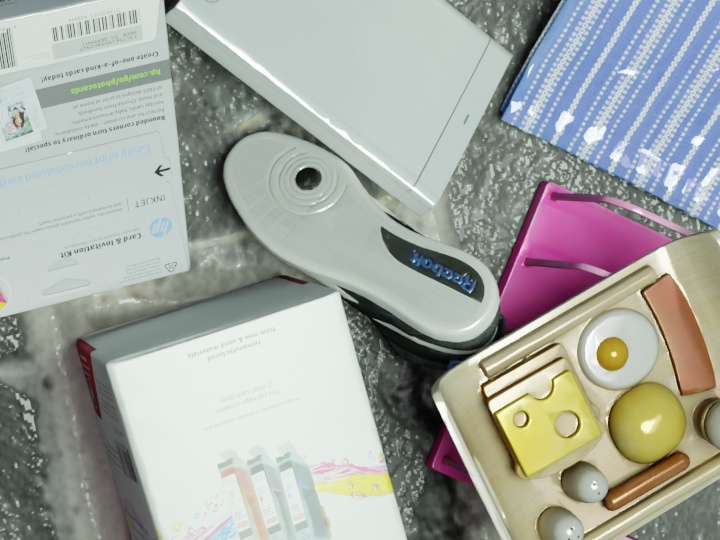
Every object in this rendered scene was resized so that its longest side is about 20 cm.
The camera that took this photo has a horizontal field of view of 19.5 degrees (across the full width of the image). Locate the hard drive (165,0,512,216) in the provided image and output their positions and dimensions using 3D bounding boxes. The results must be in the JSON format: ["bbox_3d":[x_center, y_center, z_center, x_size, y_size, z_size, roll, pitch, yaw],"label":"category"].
[{"bbox_3d":[-0.010,-0.144,1.287,0.200,0.027,0.132,37,59,-14],"label":"hard drive"}]

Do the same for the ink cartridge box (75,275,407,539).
[{"bbox_3d":[-0.068,0.122,1.246,0.144,0.145,0.201,-17,98,-14],"label":"ink cartridge box"}]

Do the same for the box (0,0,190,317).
[{"bbox_3d":[-0.183,-0.070,1.207,0.155,0.041,0.201,-15,129,-14],"label":"box"}]

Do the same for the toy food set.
[{"bbox_3d":[0.154,0.086,1.222,0.199,0.060,0.144,-29,100,-11],"label":"toy food set"}]

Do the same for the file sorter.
[{"bbox_3d":[0.156,0.064,1.317,0.138,0.125,0.201,24,87,-15],"label":"file sorter"}]

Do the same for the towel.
[{"bbox_3d":[0.207,-0.113,1.342,0.199,0.024,0.145,26,111,-13],"label":"towel"}]

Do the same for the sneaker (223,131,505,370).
[{"bbox_3d":[0.000,0.000,1.300,0.200,0.112,0.073,35,74,20],"label":"sneaker"}]
